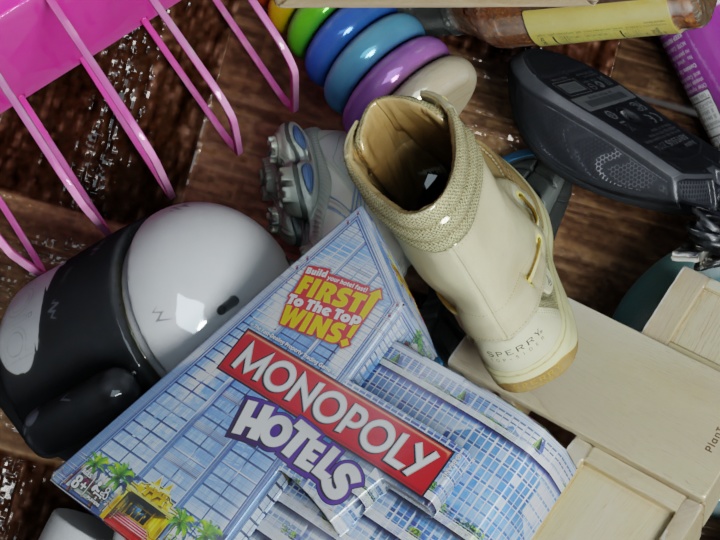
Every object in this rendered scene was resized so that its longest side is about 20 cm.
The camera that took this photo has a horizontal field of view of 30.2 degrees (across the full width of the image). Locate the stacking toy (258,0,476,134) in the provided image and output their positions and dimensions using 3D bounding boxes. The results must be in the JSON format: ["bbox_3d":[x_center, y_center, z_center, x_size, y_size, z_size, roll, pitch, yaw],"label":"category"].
[{"bbox_3d":[-0.024,-0.158,0.823,0.085,0.085,0.200,-42,77,-6],"label":"stacking toy"}]

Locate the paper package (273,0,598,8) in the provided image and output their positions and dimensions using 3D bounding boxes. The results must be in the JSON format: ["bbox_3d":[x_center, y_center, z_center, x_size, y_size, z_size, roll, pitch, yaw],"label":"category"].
[{"bbox_3d":[0.032,-0.235,0.751,0.190,0.200,0.104,-3,127,-8],"label":"paper package"}]

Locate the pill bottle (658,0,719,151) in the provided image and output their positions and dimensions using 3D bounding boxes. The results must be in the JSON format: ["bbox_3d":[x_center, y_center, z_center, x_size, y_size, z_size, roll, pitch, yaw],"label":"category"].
[{"bbox_3d":[0.264,-0.122,0.837,0.112,0.112,0.200,-27,89,-6],"label":"pill bottle"}]

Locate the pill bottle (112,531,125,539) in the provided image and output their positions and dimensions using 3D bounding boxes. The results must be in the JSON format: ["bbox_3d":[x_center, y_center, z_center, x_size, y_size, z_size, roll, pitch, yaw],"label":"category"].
[{"bbox_3d":[-0.025,0.146,0.713,0.200,0.109,0.109,-17,88,25],"label":"pill bottle"}]

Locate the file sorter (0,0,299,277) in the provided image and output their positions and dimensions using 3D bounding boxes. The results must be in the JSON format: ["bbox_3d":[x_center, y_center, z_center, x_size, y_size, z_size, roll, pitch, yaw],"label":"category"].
[{"bbox_3d":[-0.146,-0.102,0.779,0.200,0.139,0.126,-34,85,-6],"label":"file sorter"}]

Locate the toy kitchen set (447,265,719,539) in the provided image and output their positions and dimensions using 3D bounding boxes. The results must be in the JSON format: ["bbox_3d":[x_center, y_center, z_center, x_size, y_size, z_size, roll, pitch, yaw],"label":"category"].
[{"bbox_3d":[0.144,0.113,0.808,0.163,0.181,0.200,28,69,26],"label":"toy kitchen set"}]

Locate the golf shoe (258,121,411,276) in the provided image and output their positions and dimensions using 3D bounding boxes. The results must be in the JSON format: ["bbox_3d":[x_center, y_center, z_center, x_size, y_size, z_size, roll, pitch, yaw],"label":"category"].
[{"bbox_3d":[0.000,0.000,0.808,0.097,0.078,0.200,-3,70,-17],"label":"golf shoe"}]

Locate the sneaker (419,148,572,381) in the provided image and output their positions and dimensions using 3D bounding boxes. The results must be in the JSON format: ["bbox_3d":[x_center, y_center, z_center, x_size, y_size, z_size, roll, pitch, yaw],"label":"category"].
[{"bbox_3d":[0.082,0.014,0.844,0.082,0.073,0.200,43,70,-39],"label":"sneaker"}]

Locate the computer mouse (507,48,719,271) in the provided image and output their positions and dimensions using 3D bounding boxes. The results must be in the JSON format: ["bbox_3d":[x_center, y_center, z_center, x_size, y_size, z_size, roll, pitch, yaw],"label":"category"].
[{"bbox_3d":[0.160,-0.061,0.794,0.200,0.138,0.053,41,124,25],"label":"computer mouse"}]

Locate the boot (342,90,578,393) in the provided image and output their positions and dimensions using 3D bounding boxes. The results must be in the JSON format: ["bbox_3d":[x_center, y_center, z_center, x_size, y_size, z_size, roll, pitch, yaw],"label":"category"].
[{"bbox_3d":[0.047,-0.047,0.737,0.073,0.200,0.156,-27,129,14],"label":"boot"}]

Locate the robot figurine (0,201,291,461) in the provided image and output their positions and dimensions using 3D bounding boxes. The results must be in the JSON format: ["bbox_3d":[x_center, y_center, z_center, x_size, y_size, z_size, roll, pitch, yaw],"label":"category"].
[{"bbox_3d":[-0.123,0.042,0.761,0.200,0.125,0.151,-26,53,32],"label":"robot figurine"}]

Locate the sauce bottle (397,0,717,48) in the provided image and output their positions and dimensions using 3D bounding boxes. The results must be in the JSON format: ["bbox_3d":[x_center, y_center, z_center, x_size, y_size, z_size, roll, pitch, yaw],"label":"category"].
[{"bbox_3d":[0.111,-0.169,0.808,0.200,0.066,0.066,2,86,29],"label":"sauce bottle"}]

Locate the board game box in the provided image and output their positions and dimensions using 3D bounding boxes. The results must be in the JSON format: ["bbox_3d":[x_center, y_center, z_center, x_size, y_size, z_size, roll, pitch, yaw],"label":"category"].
[{"bbox_3d":[-0.010,0.077,0.637,0.200,0.062,0.200,27,72,33],"label":"board game box"}]

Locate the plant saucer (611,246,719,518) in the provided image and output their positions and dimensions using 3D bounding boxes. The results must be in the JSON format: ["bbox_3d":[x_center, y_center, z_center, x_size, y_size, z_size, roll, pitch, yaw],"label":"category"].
[{"bbox_3d":[0.249,0.072,0.828,0.200,0.027,0.201,3,108,8],"label":"plant saucer"}]

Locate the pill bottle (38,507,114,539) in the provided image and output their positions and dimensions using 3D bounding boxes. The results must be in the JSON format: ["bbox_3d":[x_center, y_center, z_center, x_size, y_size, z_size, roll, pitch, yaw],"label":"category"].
[{"bbox_3d":[-0.186,0.246,0.775,0.111,0.111,0.200,26,85,-3],"label":"pill bottle"}]
